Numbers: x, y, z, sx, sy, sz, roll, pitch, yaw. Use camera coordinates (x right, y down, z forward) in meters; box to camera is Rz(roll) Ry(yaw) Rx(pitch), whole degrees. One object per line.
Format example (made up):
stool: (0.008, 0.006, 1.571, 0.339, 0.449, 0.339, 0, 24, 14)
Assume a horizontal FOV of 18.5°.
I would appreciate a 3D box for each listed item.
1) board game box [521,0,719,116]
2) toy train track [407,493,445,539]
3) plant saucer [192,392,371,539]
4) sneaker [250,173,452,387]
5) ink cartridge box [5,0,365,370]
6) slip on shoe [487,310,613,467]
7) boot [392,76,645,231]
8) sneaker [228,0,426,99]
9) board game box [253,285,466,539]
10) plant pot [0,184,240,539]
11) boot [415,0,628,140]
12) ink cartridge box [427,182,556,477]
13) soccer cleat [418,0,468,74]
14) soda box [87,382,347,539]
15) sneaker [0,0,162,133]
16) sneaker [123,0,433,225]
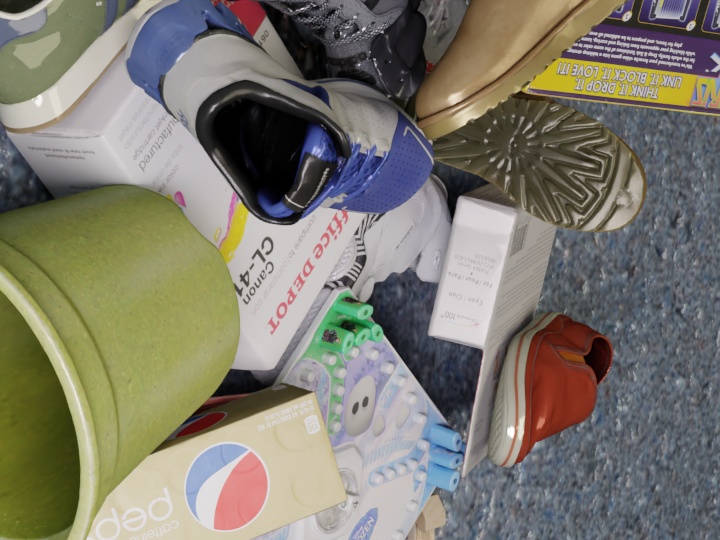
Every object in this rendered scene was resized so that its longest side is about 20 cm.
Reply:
board game box: (0.177, -0.184, 1.339, 0.199, 0.057, 0.166, 3, 109, -39)
toy train track: (0.052, 0.258, 1.554, 0.114, 0.032, 0.202, -11, 103, -50)
plant saucer: (-0.076, 0.166, 1.363, 0.199, 0.037, 0.202, -3, 105, -51)
sneaker: (0.000, 0.000, 1.417, 0.115, 0.075, 0.201, 41, 61, -43)
ink cartridge box: (-0.092, -0.062, 1.287, 0.200, 0.085, 0.148, 55, 53, -37)
slip on shoe: (0.127, 0.078, 1.479, 0.200, 0.061, 0.075, -41, 144, -67)
boot: (0.118, -0.081, 1.417, 0.067, 0.174, 0.200, -65, 165, 10)
sneaker: (-0.016, -0.145, 1.252, 0.200, 0.075, 0.115, -23, 109, -55)
board game box: (-0.016, 0.143, 1.374, 0.201, 0.026, 0.200, -57, 142, -18)
plant pot: (-0.163, 0.044, 1.142, 0.184, 0.199, 0.202, -31, 119, -53)
boot: (0.047, -0.197, 1.217, 0.175, 0.066, 0.200, -39, 97, -16)
ink cartridge box: (0.087, 0.031, 1.491, 0.200, 0.044, 0.178, -24, 127, -74)
soccer cleat: (0.031, -0.182, 1.421, 0.200, 0.085, 0.069, 38, 66, -46)
soda box: (-0.114, 0.128, 1.230, 0.199, 0.064, 0.068, -20, 99, -18)
sneaker: (-0.151, -0.175, 1.209, 0.201, 0.067, 0.090, -57, 136, -28)
sneaker: (-0.033, -0.061, 1.189, 0.199, 0.115, 0.081, 26, 112, -43)
